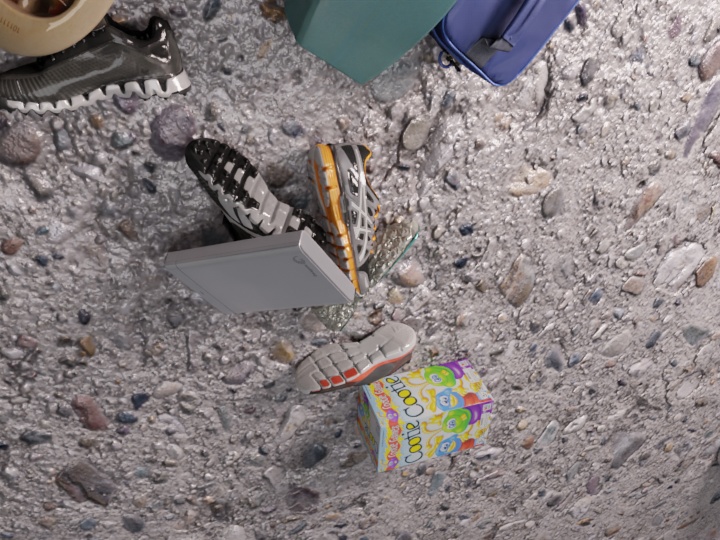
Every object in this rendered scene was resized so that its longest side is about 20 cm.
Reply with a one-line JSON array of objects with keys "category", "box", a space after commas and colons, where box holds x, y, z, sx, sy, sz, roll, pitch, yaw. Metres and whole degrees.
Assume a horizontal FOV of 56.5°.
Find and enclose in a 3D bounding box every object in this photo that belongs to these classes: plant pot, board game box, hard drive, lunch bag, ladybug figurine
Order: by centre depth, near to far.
[{"category": "ladybug figurine", "box": [-0.271, -0.289, 0.587, 0.134, 0.072, 0.202, 29, 103, -21]}, {"category": "plant pot", "box": [0.015, -0.307, 0.668, 0.139, 0.143, 0.201, 23, 120, -33]}, {"category": "lunch bag", "box": [0.149, -0.306, 0.725, 0.134, 0.133, 0.201, 27, 110, -34]}, {"category": "hard drive", "box": [-0.121, 0.008, 0.814, 0.195, 0.027, 0.132, -7, 146, 27]}, {"category": "board game box", "box": [0.103, 0.234, 1.099, 0.195, 0.105, 0.105, -10, 126, -17]}]

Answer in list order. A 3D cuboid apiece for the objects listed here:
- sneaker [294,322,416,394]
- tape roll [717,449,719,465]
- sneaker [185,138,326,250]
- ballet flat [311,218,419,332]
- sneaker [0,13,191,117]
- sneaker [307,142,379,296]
[{"category": "sneaker", "box": [-0.002, 0.153, 1.021, 0.195, 0.078, 0.083, -18, 135, -9]}, {"category": "tape roll", "box": [0.987, 0.455, 1.606, 0.198, 0.140, 0.207, -12, 128, -15]}, {"category": "sneaker", "box": [-0.138, -0.069, 0.800, 0.199, 0.067, 0.090, 40, 133, -24]}, {"category": "ballet flat", "box": [0.000, 0.000, 0.921, 0.071, 0.072, 0.201, 27, 109, -35]}, {"category": "sneaker", "box": [-0.270, -0.210, 0.660, 0.195, 0.067, 0.092, -13, 125, -19]}, {"category": "sneaker", "box": [-0.009, -0.064, 0.848, 0.076, 0.078, 0.205, -19, 114, -22]}]
